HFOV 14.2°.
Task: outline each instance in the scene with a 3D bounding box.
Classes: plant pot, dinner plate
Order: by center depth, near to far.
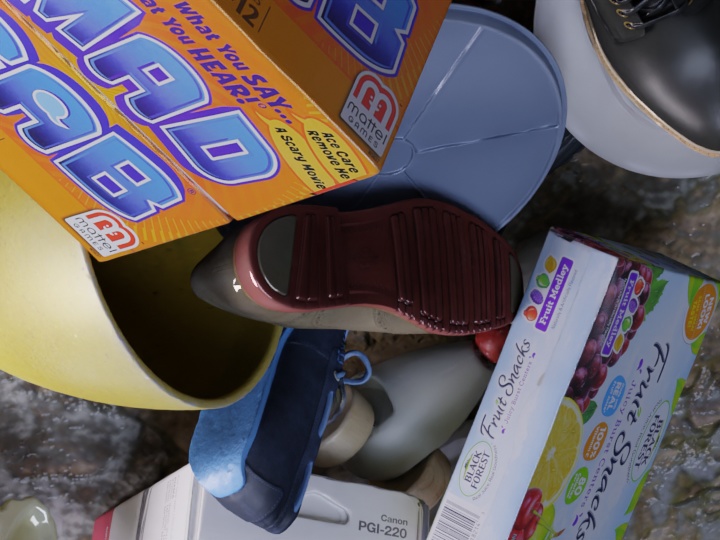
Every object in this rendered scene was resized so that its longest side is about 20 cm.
[{"bbox_3d":[-0.150,-0.014,1.545,0.141,0.201,0.200,-13,132,29],"label":"plant pot"},{"bbox_3d":[0.190,-0.138,1.559,0.199,0.024,0.201,-6,117,-12],"label":"dinner plate"}]

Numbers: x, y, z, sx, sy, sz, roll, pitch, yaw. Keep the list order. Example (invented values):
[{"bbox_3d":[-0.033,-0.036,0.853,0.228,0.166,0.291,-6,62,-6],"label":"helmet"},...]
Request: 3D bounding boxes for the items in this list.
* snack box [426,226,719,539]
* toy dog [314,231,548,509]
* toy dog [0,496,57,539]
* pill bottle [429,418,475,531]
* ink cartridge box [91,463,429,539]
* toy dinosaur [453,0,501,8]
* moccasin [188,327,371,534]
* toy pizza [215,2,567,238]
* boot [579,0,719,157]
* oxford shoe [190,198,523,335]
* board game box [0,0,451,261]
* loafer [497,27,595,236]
[{"bbox_3d":[0.120,0.084,1.618,0.142,0.053,0.201,10,103,-59],"label":"snack box"},{"bbox_3d":[0.044,0.052,1.695,0.199,0.096,0.132,-29,125,-8],"label":"toy dog"},{"bbox_3d":[-0.294,0.198,1.669,0.199,0.195,0.139,-14,152,43],"label":"toy dog"},{"bbox_3d":[0.103,0.191,1.779,0.110,0.111,0.200,-27,127,9],"label":"pill bottle"},{"bbox_3d":[-0.064,0.176,1.689,0.145,0.085,0.200,12,160,-19],"label":"ink cartridge box"},{"bbox_3d":[0.006,-0.202,1.474,0.200,0.105,0.181,-36,121,18],"label":"toy dinosaur"},{"bbox_3d":[-0.045,0.067,1.607,0.080,0.201,0.068,-20,122,37],"label":"moccasin"},{"bbox_3d":[0.012,-0.069,1.525,0.199,0.032,0.201,-12,138,-11],"label":"toy pizza"},{"bbox_3d":[0.140,-0.139,1.453,0.077,0.138,0.201,-33,97,10],"label":"boot"},{"bbox_3d":[0.000,0.000,1.536,0.199,0.071,0.075,9,164,-39],"label":"oxford shoe"},{"bbox_3d":[-0.090,-0.159,1.367,0.199,0.201,0.200,-16,130,43],"label":"board game box"},{"bbox_3d":[0.061,-0.059,1.616,0.070,0.068,0.201,36,108,-22],"label":"loafer"}]
